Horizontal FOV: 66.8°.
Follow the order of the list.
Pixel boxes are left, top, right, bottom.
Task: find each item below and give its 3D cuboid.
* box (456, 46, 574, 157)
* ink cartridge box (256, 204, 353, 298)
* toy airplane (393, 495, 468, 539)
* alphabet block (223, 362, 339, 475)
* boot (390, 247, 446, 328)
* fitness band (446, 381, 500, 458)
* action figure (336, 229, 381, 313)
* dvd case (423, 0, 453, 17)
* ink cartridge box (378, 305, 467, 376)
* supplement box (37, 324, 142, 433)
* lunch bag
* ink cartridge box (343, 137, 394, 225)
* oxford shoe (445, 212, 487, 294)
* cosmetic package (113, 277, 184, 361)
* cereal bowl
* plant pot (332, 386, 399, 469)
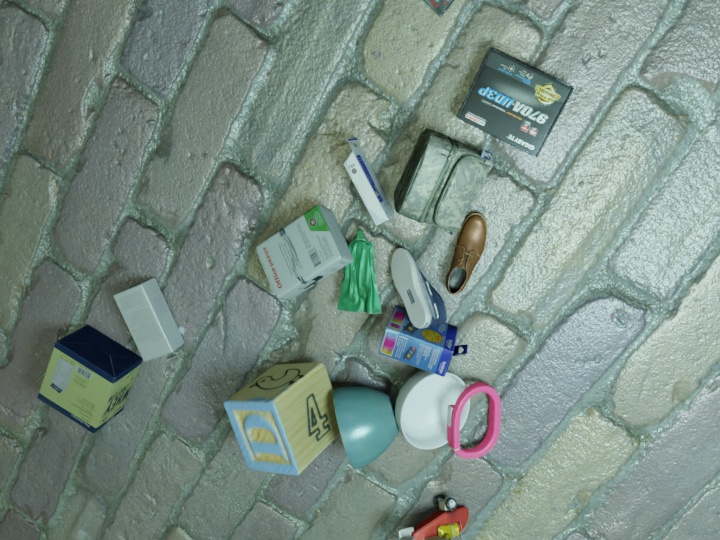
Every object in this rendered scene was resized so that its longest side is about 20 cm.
[{"bbox_3d":[0.330,-0.362,1.181,0.198,0.046,0.161,28,108,4],"label":"box"},{"bbox_3d":[-0.137,-0.041,1.329,0.198,0.083,0.148,-30,75,18],"label":"ink cartridge box"},{"bbox_3d":[0.186,0.694,1.407,0.197,0.200,0.143,-29,85,18],"label":"toy airplane"},{"bbox_3d":[-0.188,0.367,1.379,0.193,0.199,0.199,-8,104,36],"label":"alphabet block"},{"bbox_3d":[0.141,0.042,1.323,0.072,0.089,0.203,-30,70,42],"label":"boot"},{"bbox_3d":[0.283,0.373,1.351,0.141,0.037,0.203,-8,107,-21],"label":"fitness band"},{"bbox_3d":[0.000,0.000,1.346,0.116,0.055,0.204,3,98,13],"label":"action figure"},{"bbox_3d":[0.186,-0.667,1.148,0.146,0.022,0.200,42,108,0],"label":"dvd case"},{"bbox_3d":[0.156,0.172,1.311,0.197,0.137,0.077,20,113,7],"label":"ink cartridge box"},{"bbox_3d":[-0.767,0.306,1.555,0.198,0.134,0.202,30,109,4],"label":"supplement box"},{"bbox_3d":[0.184,-0.197,1.216,0.165,0.140,0.202,20,109,-10],"label":"lunch bag"},{"bbox_3d":[0.013,-0.207,1.265,0.039,0.099,0.202,-25,97,18],"label":"ink cartridge box"},{"bbox_3d":[0.249,-0.035,1.273,0.070,0.071,0.203,17,106,9],"label":"oxford shoe"},{"bbox_3d":[-0.579,0.135,1.501,0.100,0.071,0.203,-18,100,16],"label":"cosmetic package"},{"bbox_3d":[0.169,0.333,1.358,0.197,0.083,0.204,-6,105,-22],"label":"cereal bowl"},{"bbox_3d":[0.022,0.379,1.376,0.133,0.200,0.203,-17,101,1],"label":"plant pot"}]
